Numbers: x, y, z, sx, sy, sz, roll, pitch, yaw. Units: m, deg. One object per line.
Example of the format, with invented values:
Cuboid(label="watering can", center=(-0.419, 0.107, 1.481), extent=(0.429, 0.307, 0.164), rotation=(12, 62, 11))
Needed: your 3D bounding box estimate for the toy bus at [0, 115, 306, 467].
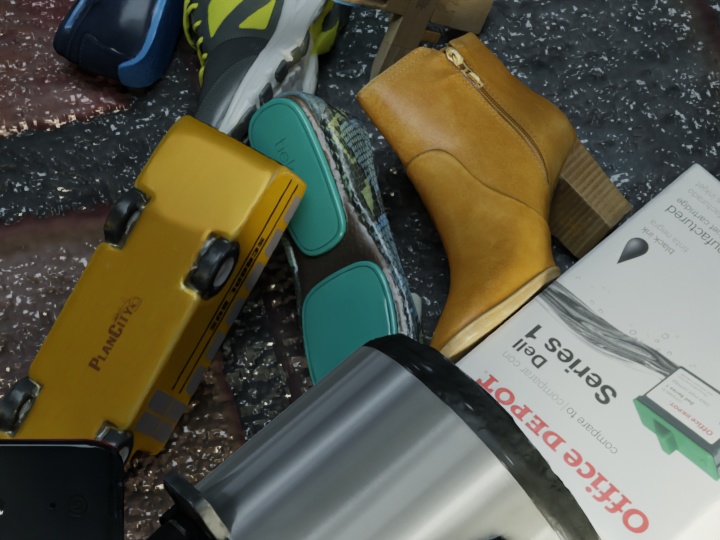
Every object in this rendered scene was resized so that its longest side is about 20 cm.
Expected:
Cuboid(label="toy bus", center=(-0.107, 0.024, 1.417), extent=(0.065, 0.078, 0.200), rotation=(28, 87, 16))

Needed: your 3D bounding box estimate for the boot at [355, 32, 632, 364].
Cuboid(label="boot", center=(0.046, -0.039, 1.464), extent=(0.144, 0.071, 0.201), rotation=(44, 41, 4))

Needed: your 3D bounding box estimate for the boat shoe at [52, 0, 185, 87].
Cuboid(label="boat shoe", center=(-0.120, -0.199, 1.595), extent=(0.068, 0.084, 0.200), rotation=(13, 54, 9))

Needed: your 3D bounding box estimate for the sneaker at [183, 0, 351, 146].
Cuboid(label="sneaker", center=(-0.065, -0.122, 1.558), extent=(0.084, 0.075, 0.200), rotation=(12, 47, 14))

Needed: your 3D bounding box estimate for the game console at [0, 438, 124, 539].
Cuboid(label="game console", center=(-0.198, 0.177, 1.302), extent=(0.176, 0.031, 0.201), rotation=(1, 90, -4))

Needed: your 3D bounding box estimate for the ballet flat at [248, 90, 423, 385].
Cuboid(label="ballet flat", center=(0.000, 0.000, 1.467), extent=(0.074, 0.074, 0.201), rotation=(-12, 76, -10))

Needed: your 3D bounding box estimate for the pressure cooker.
Cuboid(label="pressure cooker", center=(-0.004, 0.151, 1.290), extent=(0.200, 0.179, 0.176), rotation=(-39, 76, -11))

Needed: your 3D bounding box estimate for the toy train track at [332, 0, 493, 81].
Cuboid(label="toy train track", center=(-0.002, -0.159, 1.532), extent=(0.033, 0.115, 0.200), rotation=(34, 16, 37))

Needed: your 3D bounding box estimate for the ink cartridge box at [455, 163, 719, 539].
Cuboid(label="ink cartridge box", center=(0.148, 0.065, 1.417), extent=(0.146, 0.084, 0.200), rotation=(41, 63, 20))
